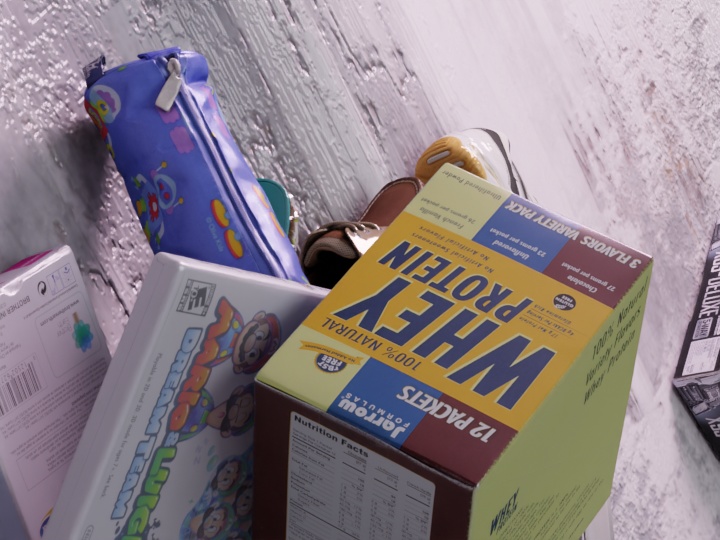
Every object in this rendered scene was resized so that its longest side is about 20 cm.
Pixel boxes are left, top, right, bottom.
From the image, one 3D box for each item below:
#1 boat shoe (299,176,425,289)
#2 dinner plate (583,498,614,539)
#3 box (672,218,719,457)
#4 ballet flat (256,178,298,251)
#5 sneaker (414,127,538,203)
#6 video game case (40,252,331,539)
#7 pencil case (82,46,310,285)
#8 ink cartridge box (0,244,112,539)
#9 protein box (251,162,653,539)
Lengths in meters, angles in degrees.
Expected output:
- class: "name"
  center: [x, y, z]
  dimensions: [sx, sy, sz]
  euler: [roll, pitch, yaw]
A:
- class: "boat shoe"
  center: [0.000, 0.000, 1.580]
  dimensions: [0.072, 0.075, 0.200]
  euler: [55, 37, -27]
- class: "dinner plate"
  center: [0.165, 0.167, 1.732]
  dimensions: [0.200, 0.024, 0.201]
  euler: [-7, 90, -86]
- class: "box"
  center: [0.336, 0.073, 2.082]
  dimensions: [0.158, 0.050, 0.200]
  euler: [55, 38, -30]
- class: "ballet flat"
  center: [-0.085, 0.036, 1.459]
  dimensions: [0.064, 0.075, 0.201]
  euler: [86, 20, -53]
- class: "sneaker"
  center: [0.110, -0.009, 1.746]
  dimensions: [0.088, 0.075, 0.201]
  euler: [-32, 106, -55]
- class: "video game case"
  center: [-0.085, 0.096, 1.302]
  dimensions: [0.182, 0.024, 0.201]
  euler: [13, 100, -57]
- class: "pencil case"
  center: [-0.089, -0.036, 1.400]
  dimensions: [0.078, 0.087, 0.201]
  euler: [-17, 71, -25]
- class: "ink cartridge box"
  center: [-0.166, 0.101, 1.322]
  dimensions: [0.119, 0.042, 0.201]
  euler: [-37, 109, -56]
- class: "protein box"
  center: [0.047, 0.093, 1.348]
  dimensions: [0.199, 0.134, 0.201]
  euler: [-48, 154, -38]
